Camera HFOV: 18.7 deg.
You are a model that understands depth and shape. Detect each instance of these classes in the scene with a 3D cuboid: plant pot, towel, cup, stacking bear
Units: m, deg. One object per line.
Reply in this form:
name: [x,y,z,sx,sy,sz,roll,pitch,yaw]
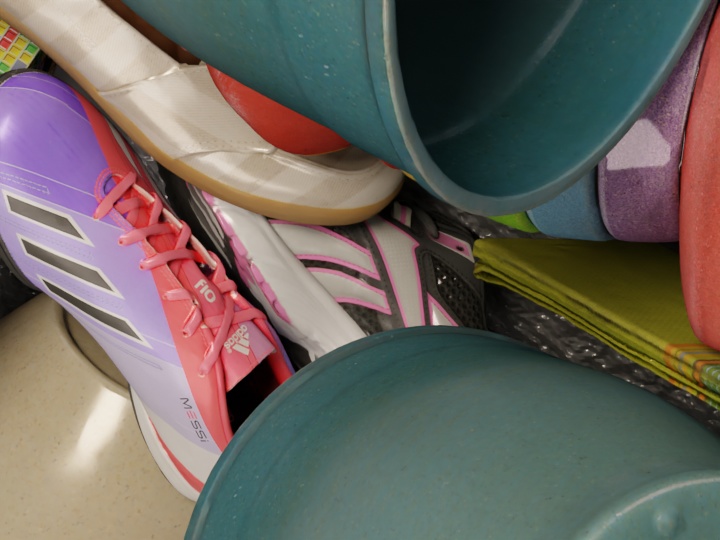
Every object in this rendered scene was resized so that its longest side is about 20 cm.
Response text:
plant pot: [0.064,0.122,0.712,0.200,0.200,0.188,40,165,-20]
towel: [0.118,0.024,0.713,0.086,0.018,0.200,2,-165,-28]
plant pot: [-0.012,-0.139,0.575,0.187,0.200,0.201,23,147,28]
cup: [-0.107,0.087,0.929,0.200,0.200,0.144,27,116,-2]
stacking bear: [0.042,-0.066,0.695,0.199,0.122,0.114,13,133,21]

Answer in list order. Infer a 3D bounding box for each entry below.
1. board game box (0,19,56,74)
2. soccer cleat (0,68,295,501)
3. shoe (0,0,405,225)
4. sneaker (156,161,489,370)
board game box: [-0.185,-0.008,0.852,0.056,0.166,0.200,27,145,-2]
soccer cleat: [-0.070,0.009,0.798,0.073,0.068,0.201,6,134,47]
shoe: [-0.066,-0.084,0.766,0.199,0.070,0.053,33,151,-8]
sneaker: [0.000,0.000,0.838,0.200,0.086,0.080,55,166,-9]
